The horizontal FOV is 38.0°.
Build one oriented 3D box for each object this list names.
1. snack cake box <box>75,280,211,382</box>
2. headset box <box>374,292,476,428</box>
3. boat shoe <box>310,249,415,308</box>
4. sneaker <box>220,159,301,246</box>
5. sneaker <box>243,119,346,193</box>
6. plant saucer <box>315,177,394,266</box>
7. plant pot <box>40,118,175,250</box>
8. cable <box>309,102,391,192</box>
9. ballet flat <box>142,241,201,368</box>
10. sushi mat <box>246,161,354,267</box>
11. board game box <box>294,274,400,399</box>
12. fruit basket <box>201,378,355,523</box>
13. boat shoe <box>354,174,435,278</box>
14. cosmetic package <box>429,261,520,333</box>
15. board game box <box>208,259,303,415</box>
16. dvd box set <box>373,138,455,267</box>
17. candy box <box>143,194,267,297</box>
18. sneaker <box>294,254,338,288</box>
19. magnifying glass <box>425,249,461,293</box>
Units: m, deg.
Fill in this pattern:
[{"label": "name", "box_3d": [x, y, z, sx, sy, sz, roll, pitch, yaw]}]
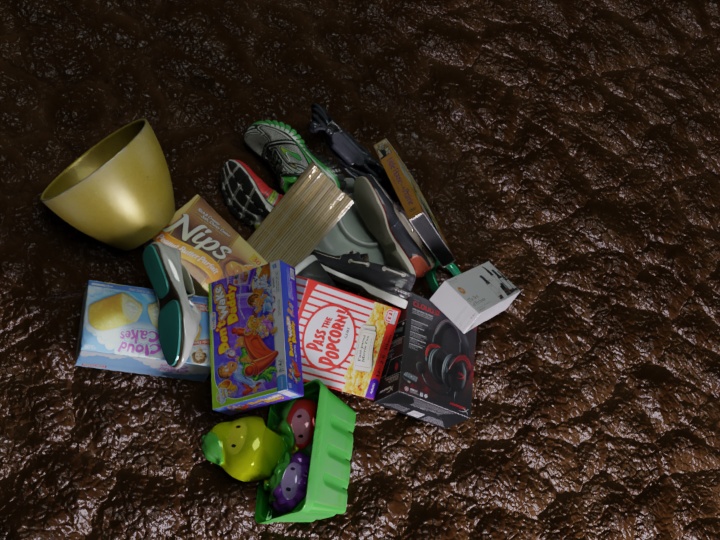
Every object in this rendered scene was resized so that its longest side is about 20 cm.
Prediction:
[{"label": "snack cake box", "box_3d": [-0.322, 0.093, 1.579, 0.199, 0.067, 0.116, 9, 61, -19]}, {"label": "headset box", "box_3d": [0.110, 0.139, 1.721, 0.148, 0.075, 0.201, 24, 57, -25]}, {"label": "boat shoe", "box_3d": [0.000, 0.000, 1.716, 0.199, 0.074, 0.061, 23, 85, 31]}, {"label": "sneaker", "box_3d": [-0.155, -0.108, 1.761, 0.200, 0.077, 0.085, 48, 37, 1]}, {"label": "sneaker", "box_3d": [-0.122, -0.184, 1.781, 0.199, 0.078, 0.085, 36, 52, 13]}, {"label": "plant saucer", "box_3d": [0.002, -0.081, 1.815, 0.199, 0.050, 0.201, 9, 63, -18]}, {"label": "plant pot", "box_3d": [-0.367, -0.116, 1.609, 0.142, 0.199, 0.200, 54, 54, -22]}, {"label": "cable", "box_3d": [-0.021, -0.207, 1.828, 0.051, 0.163, 0.200, -45, 115, 8]}, {"label": "ballet flat", "box_3d": [-0.270, 0.048, 1.552, 0.069, 0.069, 0.201, -7, 67, -26]}, {"label": "sushi mat", "box_3d": [-0.105, -0.072, 1.695, 0.096, 0.200, 0.012, 41, 19, -1]}, {"label": "board game box", "box_3d": [-0.041, 0.106, 1.627, 0.199, 0.046, 0.153, 19, 86, -39]}, {"label": "fruit basket", "box_3d": [-0.123, 0.265, 1.543, 0.215, 0.155, 0.217, 18, 60, -34]}, {"label": "boat shoe", "box_3d": [0.057, -0.077, 1.761, 0.062, 0.071, 0.201, -31, 93, -27]}, {"label": "cosmetic package", "box_3d": [0.198, 0.042, 1.778, 0.082, 0.051, 0.200, 42, 26, 14]}, {"label": "board game box", "box_3d": [-0.157, 0.100, 1.546, 0.045, 0.134, 0.201, 31, 47, -54]}, {"label": "dvd box set", "box_3d": [0.092, -0.116, 1.785, 0.029, 0.146, 0.201, -30, 46, 8]}, {"label": "candy box", "box_3d": [-0.236, -0.012, 1.675, 0.200, 0.055, 0.115, 44, 57, 3]}, {"label": "sneaker", "box_3d": [-0.108, 0.071, 1.655, 0.099, 0.071, 0.200, 41, 66, 10]}, {"label": "magnifying glass", "box_3d": [0.116, -0.025, 1.824, 0.200, 0.022, 0.080, 54, 42, -11]}]
